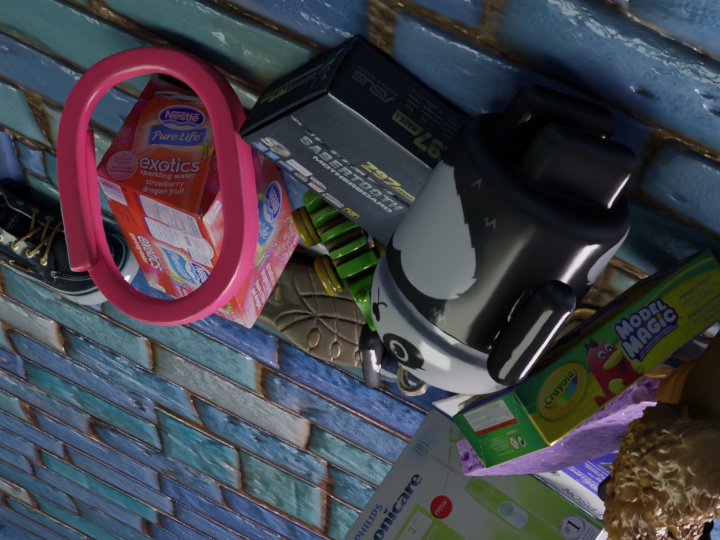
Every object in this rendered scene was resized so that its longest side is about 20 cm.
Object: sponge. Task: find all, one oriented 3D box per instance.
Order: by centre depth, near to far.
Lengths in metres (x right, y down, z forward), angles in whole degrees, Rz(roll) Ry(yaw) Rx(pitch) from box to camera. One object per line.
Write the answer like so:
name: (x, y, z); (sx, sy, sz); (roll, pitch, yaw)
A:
sponge: (0.176, 0.115, 1.629); (0.111, 0.030, 0.200); (3, 159, -39)

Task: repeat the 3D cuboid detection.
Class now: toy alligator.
toy alligator: (0.000, 0.000, 1.587); (0.201, 0.059, 0.054); (65, -175, 4)

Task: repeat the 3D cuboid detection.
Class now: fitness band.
fitness band: (-0.145, -0.060, 1.568); (0.143, 0.201, 0.037); (-7, 179, 17)

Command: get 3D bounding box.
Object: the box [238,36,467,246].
box: (0.031, -0.068, 1.501); (0.200, 0.051, 0.158); (36, 158, -17)

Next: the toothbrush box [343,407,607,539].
toothbrush box: (0.111, 0.240, 1.928); (0.200, 0.146, 0.086); (35, 180, 29)

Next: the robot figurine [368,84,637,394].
robot figurine: (0.086, -0.017, 1.347); (0.125, 0.150, 0.200); (35, 119, 5)

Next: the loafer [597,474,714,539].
loafer: (0.238, 0.181, 1.651); (0.071, 0.073, 0.200); (49, -178, 26)

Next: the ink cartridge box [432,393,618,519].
ink cartridge box: (0.185, 0.137, 1.803); (0.198, 0.044, 0.200); (36, 157, -18)

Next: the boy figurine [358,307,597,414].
boy figurine: (0.100, 0.062, 1.635); (0.199, 0.125, 0.065); (4, 142, 15)

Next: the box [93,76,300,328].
box: (-0.122, -0.049, 1.691); (0.099, 0.096, 0.200); (23, 159, 18)

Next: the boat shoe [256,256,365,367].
boat shoe: (-0.054, 0.020, 1.833); (0.199, 0.072, 0.068); (21, -166, -1)

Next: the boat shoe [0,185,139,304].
boat shoe: (-0.294, -0.025, 2.020); (0.200, 0.071, 0.091); (11, 158, 46)

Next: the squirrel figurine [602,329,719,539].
squirrel figurine: (0.231, 0.102, 1.438); (0.142, 0.200, 0.187); (60, 164, -9)

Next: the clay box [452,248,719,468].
clay box: (0.165, 0.051, 1.437); (0.048, 0.200, 0.115); (55, 158, 0)
